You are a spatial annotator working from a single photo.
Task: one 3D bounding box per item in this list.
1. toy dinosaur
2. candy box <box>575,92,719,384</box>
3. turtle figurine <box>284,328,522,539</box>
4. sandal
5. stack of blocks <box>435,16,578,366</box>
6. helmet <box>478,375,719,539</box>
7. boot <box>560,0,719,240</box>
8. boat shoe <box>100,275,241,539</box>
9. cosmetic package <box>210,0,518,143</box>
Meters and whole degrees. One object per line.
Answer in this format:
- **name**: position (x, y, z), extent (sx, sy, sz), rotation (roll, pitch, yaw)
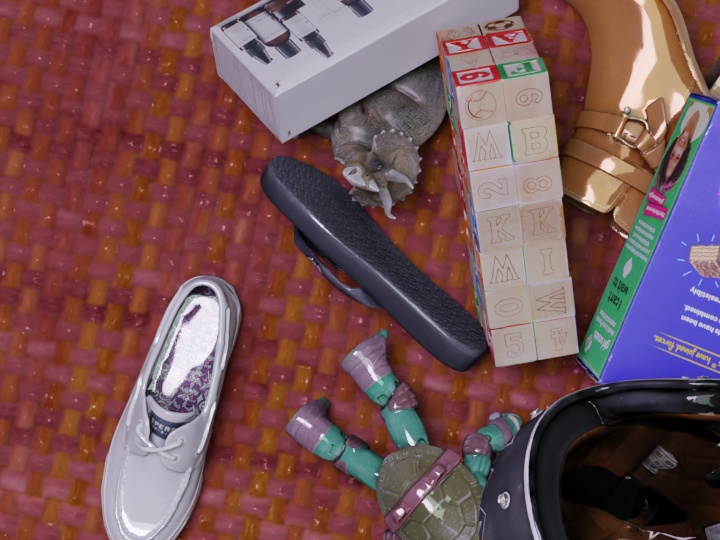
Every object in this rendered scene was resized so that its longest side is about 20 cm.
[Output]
- **toy dinosaur**: position (0.018, -0.114, 1.132), extent (0.102, 0.077, 0.200), rotation (27, 54, 6)
- **candy box**: position (0.262, 0.007, 1.077), extent (0.169, 0.077, 0.201), rotation (22, 97, -6)
- **turtle figurine**: position (0.049, 0.144, 1.090), extent (0.150, 0.101, 0.200), rotation (-44, 79, -3)
- **sandal**: position (0.000, 0.000, 1.118), extent (0.200, 0.076, 0.043), rotation (45, 114, 6)
- **stack of blocks**: position (0.097, -0.053, 1.076), extent (0.058, 0.115, 0.201), rotation (-10, 116, 0)
- **helmet**: position (0.172, 0.162, 1.000), extent (0.190, 0.200, 0.201), rotation (-12, 84, 19)
- **boot**: position (0.174, -0.120, 1.124), extent (0.200, 0.074, 0.155), rotation (37, 90, 7)
- **boat shoe**: position (-0.128, 0.100, 1.109), extent (0.072, 0.069, 0.201), rotation (23, 85, 4)
- **cosmetic package**: position (0.005, -0.171, 1.097), extent (0.200, 0.051, 0.083), rotation (-32, 59, -19)
